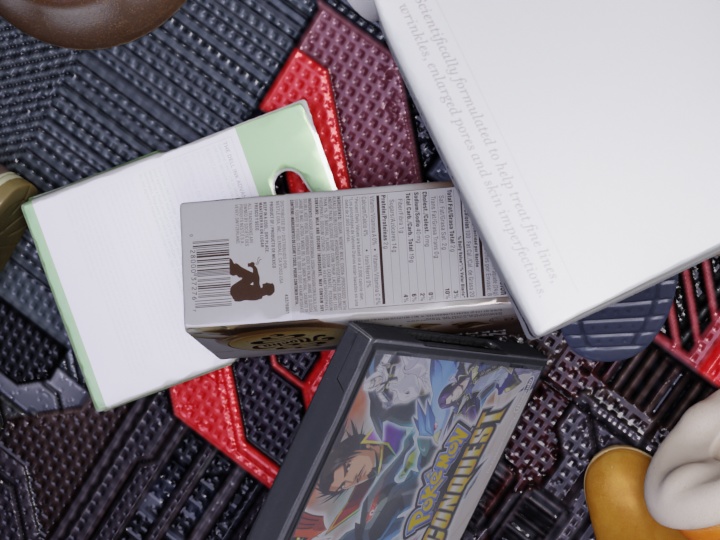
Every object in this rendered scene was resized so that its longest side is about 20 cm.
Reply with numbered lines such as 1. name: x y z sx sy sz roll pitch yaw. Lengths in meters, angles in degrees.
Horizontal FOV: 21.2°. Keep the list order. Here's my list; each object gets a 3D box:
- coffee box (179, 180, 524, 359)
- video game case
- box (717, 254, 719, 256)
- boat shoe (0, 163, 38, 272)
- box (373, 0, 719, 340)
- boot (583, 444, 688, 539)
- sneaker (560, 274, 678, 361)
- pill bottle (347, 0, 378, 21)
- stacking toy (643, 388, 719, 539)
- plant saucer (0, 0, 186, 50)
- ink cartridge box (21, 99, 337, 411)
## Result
1. coffee box: 0.000 0.000 1.155 0.198 0.113 0.081 -5 78 5
2. video game case: 0.015 0.130 1.164 0.025 0.180 0.201 35 106 37
3. box: 0.251 -0.116 1.099 0.162 0.021 0.202 -7 84 5
4. boat shoe: -0.292 0.006 1.301 0.066 0.072 0.201 41 107 18
5. box: 0.135 -0.094 1.024 0.199 0.131 0.200 -26 86 1
6. boot: 0.184 0.207 1.140 0.070 0.144 0.203 -27 89 18
7. sneaker: 0.151 -0.045 1.154 0.073 0.082 0.202 0 109 2
8. pill bottle: 0.073 -0.229 1.129 0.199 0.109 0.110 -27 90 19
9. stacking toy: 0.272 0.164 1.130 0.145 0.146 0.201 -31 103 19
10. plant saucer: -0.187 -0.244 1.246 0.198 0.037 0.203 2 98 17
11. ink cartridge box: -0.103 -0.010 1.249 0.198 0.048 0.147 -20 92 4
